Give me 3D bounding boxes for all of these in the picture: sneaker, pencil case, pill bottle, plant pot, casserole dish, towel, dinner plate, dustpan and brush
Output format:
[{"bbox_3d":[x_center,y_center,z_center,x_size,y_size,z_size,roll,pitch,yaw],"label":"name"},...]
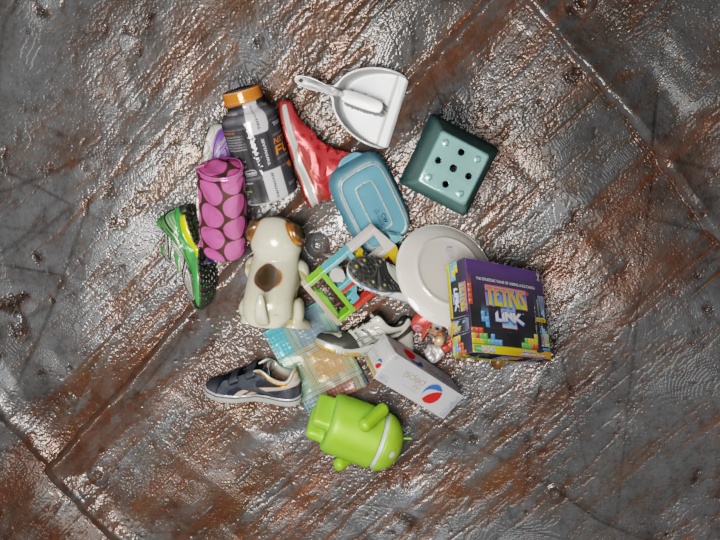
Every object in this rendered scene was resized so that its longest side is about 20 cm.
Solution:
[{"bbox_3d":[0.008,0.119,1.328,0.196,0.076,0.090,3,95,-16],"label":"sneaker"},{"bbox_3d":[-0.212,0.214,1.359,0.195,0.079,0.081,3,111,3],"label":"sneaker"},{"bbox_3d":[-0.253,-0.109,1.243,0.092,0.091,0.203,19,131,11],"label":"pencil case"},{"bbox_3d":[-0.337,-0.022,1.342,0.084,0.078,0.204,-14,92,16],"label":"sneaker"},{"bbox_3d":[0.058,0.023,1.273,0.197,0.072,0.073,14,62,-27],"label":"sneaker"},{"bbox_3d":[-0.189,-0.230,1.248,0.104,0.107,0.204,-12,112,6],"label":"pill bottle"},{"bbox_3d":[-0.079,-0.231,1.289,0.113,0.078,0.204,-19,102,-7],"label":"sneaker"},{"bbox_3d":[-0.266,-0.171,1.303,0.082,0.081,0.204,11,104,-10],"label":"sneaker"},{"bbox_3d":[0.157,-0.181,1.202,0.139,0.200,0.143,26,101,-1],"label":"plant pot"},{"bbox_3d":[0.022,-0.122,1.277,0.120,0.039,0.202,-29,112,-3],"label":"casserole dish"},{"bbox_3d":[-0.091,0.173,1.376,0.145,0.022,0.202,-28,97,9],"label":"towel"},{"bbox_3d":[0.160,0.004,1.263,0.196,0.024,0.204,8,64,-16],"label":"dinner plate"},{"bbox_3d":[-0.024,-0.318,1.262,0.196,0.057,0.142,18,101,1],"label":"dustpan and brush"}]

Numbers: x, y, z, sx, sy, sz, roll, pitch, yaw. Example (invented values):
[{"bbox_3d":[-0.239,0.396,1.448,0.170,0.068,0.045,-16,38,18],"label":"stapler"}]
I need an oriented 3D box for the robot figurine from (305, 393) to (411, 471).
[{"bbox_3d":[-0.003,0.315,1.342,0.197,0.117,0.177,22,129,-6],"label":"robot figurine"}]

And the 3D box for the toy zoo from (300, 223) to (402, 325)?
[{"bbox_3d":[0.000,0.000,1.278,0.199,0.021,0.132,-39,133,0],"label":"toy zoo"}]

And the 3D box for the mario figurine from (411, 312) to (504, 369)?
[{"bbox_3d":[0.188,0.133,1.303,0.196,0.106,0.126,19,94,-2],"label":"mario figurine"}]

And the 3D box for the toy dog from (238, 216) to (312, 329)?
[{"bbox_3d":[-0.166,0.001,1.269,0.137,0.194,0.205,4,88,17],"label":"toy dog"}]

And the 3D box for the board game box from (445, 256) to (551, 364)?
[{"bbox_3d":[0.248,0.076,1.229,0.197,0.056,0.169,9,71,-34],"label":"board game box"}]

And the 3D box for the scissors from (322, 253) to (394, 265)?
[{"bbox_3d":[0.028,-0.024,1.337,0.197,0.014,0.074,23,104,1],"label":"scissors"}]

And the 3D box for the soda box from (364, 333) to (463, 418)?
[{"bbox_3d":[0.101,0.201,1.299,0.199,0.068,0.064,35,102,-31],"label":"soda box"}]
